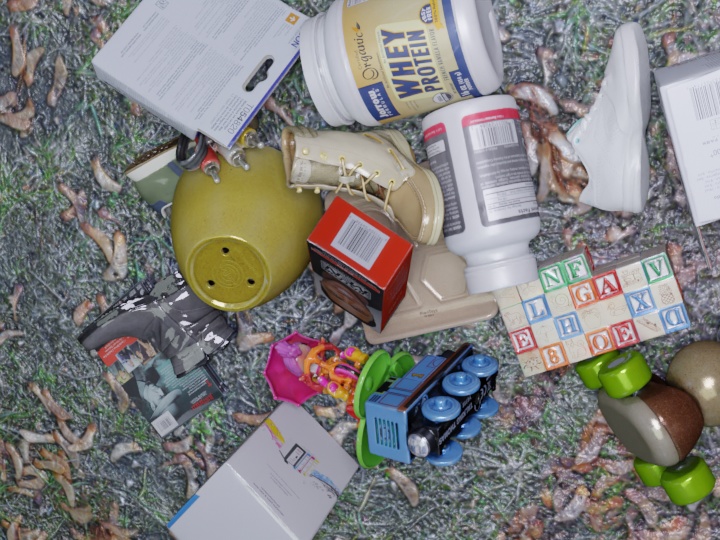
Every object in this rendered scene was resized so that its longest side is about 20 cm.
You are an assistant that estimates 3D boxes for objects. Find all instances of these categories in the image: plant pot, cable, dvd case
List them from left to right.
[{"bbox_3d":[-0.299,0.130,1.232,0.145,0.022,0.202,-35,92,25],"label":"dvd case"},{"bbox_3d":[-0.192,-0.178,1.028,0.096,0.201,0.051,-35,138,-2],"label":"cable"},{"bbox_3d":[-0.147,-0.034,1.030,0.195,0.143,0.204,2,121,3],"label":"plant pot"}]

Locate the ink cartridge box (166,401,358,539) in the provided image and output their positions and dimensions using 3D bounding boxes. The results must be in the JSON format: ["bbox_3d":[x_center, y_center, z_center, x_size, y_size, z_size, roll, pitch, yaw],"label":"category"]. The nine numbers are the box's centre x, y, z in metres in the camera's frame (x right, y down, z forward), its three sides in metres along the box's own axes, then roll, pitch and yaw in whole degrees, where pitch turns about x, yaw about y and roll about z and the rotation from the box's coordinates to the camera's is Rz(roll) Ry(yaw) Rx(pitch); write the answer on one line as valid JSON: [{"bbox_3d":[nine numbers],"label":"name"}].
[{"bbox_3d":[-0.124,0.297,1.128,0.145,0.200,0.147,45,115,2],"label":"ink cartridge box"}]

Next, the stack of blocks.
[{"bbox_3d":[0.265,0.034,0.983,0.197,0.058,0.117,-20,94,23],"label":"stack of blocks"}]

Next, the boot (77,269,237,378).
[{"bbox_3d":[-0.277,0.093,1.161,0.197,0.070,0.133,-29,97,6],"label":"boot"}]

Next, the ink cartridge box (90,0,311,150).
[{"bbox_3d":[-0.176,-0.256,0.993,0.198,0.041,0.201,32,72,8],"label":"ink cartridge box"}]

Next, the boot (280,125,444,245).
[{"bbox_3d":[-0.002,-0.098,0.936,0.152,0.202,0.074,2,129,-23],"label":"boot"}]

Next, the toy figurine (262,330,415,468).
[{"bbox_3d":[-0.046,0.137,1.077,0.181,0.201,0.152,19,69,24],"label":"toy figurine"}]

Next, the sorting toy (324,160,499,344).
[{"bbox_3d":[0.064,-0.023,1.056,0.182,0.036,0.204,-14,98,22],"label":"sorting toy"}]

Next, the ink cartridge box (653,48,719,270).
[{"bbox_3d":[0.351,-0.116,0.834,0.082,0.200,0.179,-14,102,21],"label":"ink cartridge box"}]

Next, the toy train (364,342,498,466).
[{"bbox_3d":[0.091,0.155,1.018,0.112,0.199,0.089,10,117,30],"label":"toy train"}]

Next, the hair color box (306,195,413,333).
[{"bbox_3d":[0.000,0.000,0.959,0.100,0.200,0.062,32,77,10],"label":"hair color box"}]

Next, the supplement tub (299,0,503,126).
[{"bbox_3d":[0.046,-0.242,0.929,0.196,0.144,0.147,-12,103,21],"label":"supplement tub"}]

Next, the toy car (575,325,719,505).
[{"bbox_3d":[0.378,0.131,0.962,0.198,0.158,0.166,-32,91,-2],"label":"toy car"}]

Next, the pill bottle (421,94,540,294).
[{"bbox_3d":[0.139,-0.081,0.943,0.108,0.110,0.205,-12,89,21],"label":"pill bottle"}]

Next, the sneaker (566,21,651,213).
[{"bbox_3d":[0.267,-0.163,0.924,0.087,0.075,0.205,6,110,29],"label":"sneaker"}]

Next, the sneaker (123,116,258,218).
[{"bbox_3d":[-0.203,-0.133,1.098,0.197,0.068,0.091,-21,115,18],"label":"sneaker"}]
